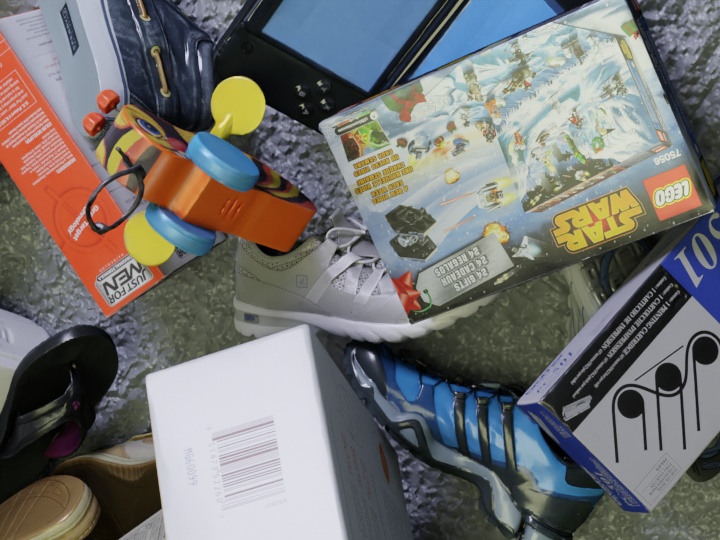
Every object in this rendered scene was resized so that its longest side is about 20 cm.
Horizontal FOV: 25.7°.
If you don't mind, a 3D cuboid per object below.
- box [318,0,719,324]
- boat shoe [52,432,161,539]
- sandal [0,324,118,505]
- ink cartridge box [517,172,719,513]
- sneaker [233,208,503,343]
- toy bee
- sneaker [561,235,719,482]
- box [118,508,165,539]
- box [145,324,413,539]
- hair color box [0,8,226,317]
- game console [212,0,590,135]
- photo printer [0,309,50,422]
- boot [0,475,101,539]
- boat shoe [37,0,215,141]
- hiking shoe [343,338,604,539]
[{"bbox_3d":[0.092,-0.065,0.932,0.199,0.040,0.137,-21,99,22],"label":"box"},{"bbox_3d":[-0.144,0.153,1.141,0.200,0.066,0.074,-8,104,43],"label":"boat shoe"},{"bbox_3d":[-0.228,0.118,1.140,0.201,0.075,0.048,-54,50,30],"label":"sandal"},{"bbox_3d":[0.194,0.038,0.933,0.094,0.044,0.200,45,77,-4],"label":"ink cartridge box"},{"bbox_3d":[0.000,0.000,1.040,0.199,0.075,0.082,-4,105,21],"label":"sneaker"},{"bbox_3d":[-0.113,-0.072,0.973,0.131,0.200,0.109,-43,62,-2],"label":"toy bee"},{"bbox_3d":[0.158,0.045,0.998,0.087,0.074,0.201,-27,82,53],"label":"sneaker"},{"bbox_3d":[-0.162,0.246,1.068,0.200,0.095,0.078,-36,116,27],"label":"box"},{"bbox_3d":[-0.038,0.154,0.960,0.106,0.200,0.153,-18,56,8],"label":"box"},{"bbox_3d":[-0.186,-0.078,1.070,0.061,0.101,0.200,-33,92,26],"label":"hair color box"},{"bbox_3d":[0.032,-0.136,0.959,0.170,0.118,0.200,26,117,-27],"label":"game console"},{"bbox_3d":[-0.342,0.104,1.155,0.166,0.070,0.200,21,121,-36],"label":"photo printer"},{"bbox_3d":[-0.221,0.242,1.169,0.200,0.073,0.155,-32,109,35],"label":"boot"},{"bbox_3d":[-0.159,-0.177,1.054,0.071,0.091,0.201,-37,63,51],"label":"boat shoe"},{"bbox_3d":[0.079,0.099,1.053,0.200,0.074,0.087,40,98,0],"label":"hiking shoe"}]
